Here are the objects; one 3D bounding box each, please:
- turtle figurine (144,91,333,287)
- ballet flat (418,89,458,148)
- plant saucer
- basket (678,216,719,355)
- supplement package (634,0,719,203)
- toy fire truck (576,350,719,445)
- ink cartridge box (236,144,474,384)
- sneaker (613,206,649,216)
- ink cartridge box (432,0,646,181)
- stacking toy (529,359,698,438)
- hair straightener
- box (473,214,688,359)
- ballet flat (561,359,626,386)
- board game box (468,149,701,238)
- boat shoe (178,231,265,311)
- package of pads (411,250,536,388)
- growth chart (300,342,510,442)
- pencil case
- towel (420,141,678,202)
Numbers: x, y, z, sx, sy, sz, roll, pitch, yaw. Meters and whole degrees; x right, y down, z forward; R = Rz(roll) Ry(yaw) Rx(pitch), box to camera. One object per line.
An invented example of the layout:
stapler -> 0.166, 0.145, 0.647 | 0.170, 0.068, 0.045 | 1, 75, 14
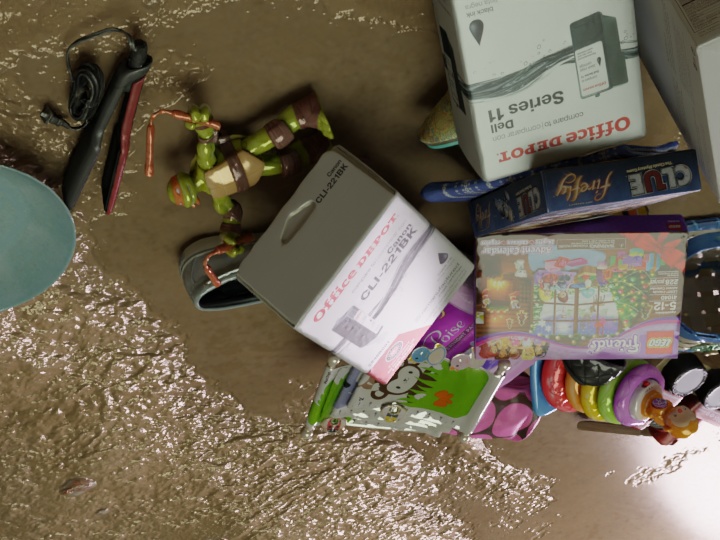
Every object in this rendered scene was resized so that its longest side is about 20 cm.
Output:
turtle figurine -> -0.100, -0.084, 1.166 | 0.160, 0.065, 0.201 | -22, 133, -8
ballet flat -> 0.137, -0.166, 1.166 | 0.198, 0.071, 0.071 | -18, 143, 2
plant saucer -> -0.343, -0.035, 1.151 | 0.198, 0.039, 0.202 | -10, 141, -8
basket -> 0.386, 0.005, 1.405 | 0.174, 0.140, 0.201 | -7, 151, -11
supplement package -> 0.299, -0.206, 1.061 | 0.146, 0.201, 0.192 | -22, 143, 5
toy fire truck -> 0.336, 0.153, 1.607 | 0.175, 0.129, 0.200 | 22, 118, -39
ink cartridge box -> 0.000, 0.000, 1.207 | 0.145, 0.084, 0.200 | -52, 149, 0
sneaker -> 0.236, 0.002, 1.378 | 0.090, 0.070, 0.201 | -34, 143, -24
ink cartridge box -> 0.138, -0.187, 1.066 | 0.145, 0.083, 0.202 | -16, 122, -3
stacking toy -> 0.280, 0.127, 1.449 | 0.115, 0.199, 0.111 | -22, 122, -29
hair straightener -> -0.217, -0.119, 1.091 | 0.076, 0.041, 0.201 | 3, 144, -23
box -> 0.206, 0.017, 1.295 | 0.197, 0.039, 0.138 | -1, 118, 3
ballet flat -> 0.197, 0.030, 1.366 | 0.057, 0.067, 0.201 | -28, 105, 37
board game box -> 0.185, -0.063, 1.162 | 0.134, 0.035, 0.200 | -9, 178, -12
boat shoe -> -0.069, 0.002, 1.277 | 0.198, 0.072, 0.070 | -10, 141, -13
package of pads -> 0.112, 0.049, 1.406 | 0.199, 0.076, 0.120 | 21, 126, -39
growth chart -> 0.045, 0.126, 1.389 | 0.197, 0.018, 0.146 | 4, 133, -10
pencil case -> 0.112, 0.140, 1.513 | 0.198, 0.091, 0.094 | 9, 128, -34
towel -> 0.166, -0.089, 1.195 | 0.198, 0.024, 0.144 | -11, 178, 32
